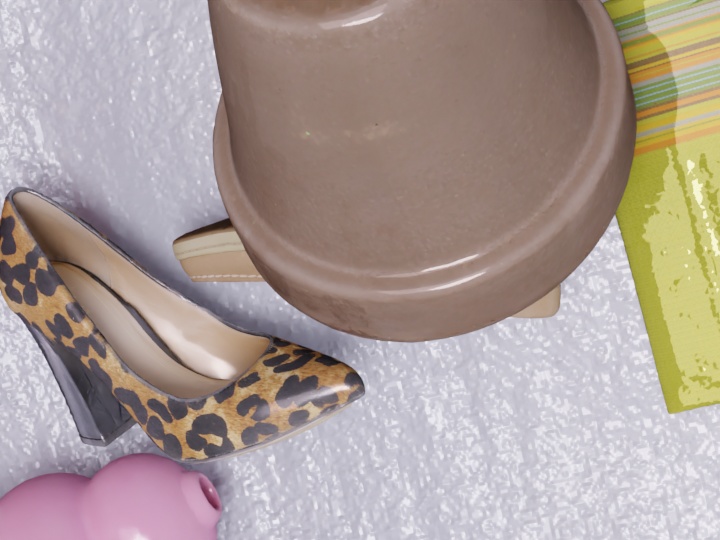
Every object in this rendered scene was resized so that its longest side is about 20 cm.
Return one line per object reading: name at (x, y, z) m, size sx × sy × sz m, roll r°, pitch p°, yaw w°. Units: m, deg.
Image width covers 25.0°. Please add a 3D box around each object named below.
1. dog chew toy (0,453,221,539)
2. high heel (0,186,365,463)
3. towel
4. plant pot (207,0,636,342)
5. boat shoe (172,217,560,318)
dog chew toy at (-0.161, 0.163, 0.843) m, size 0.199 × 0.125 × 0.125 m, roll -31°, pitch 87°, yaw 9°
high heel at (-0.096, 0.019, 0.798) m, size 0.198 × 0.071 × 0.144 m, roll -6°, pitch 114°, yaw 36°
towel at (0.163, -0.037, 0.780) m, size 0.085 × 0.018 × 0.202 m, roll -14°, pitch 92°, yaw 23°
plant pot at (0.010, -0.096, 0.695) m, size 0.198 × 0.175 × 0.202 m, roll -8°, pitch 60°, yaw 14°
boat shoe at (0.000, 0.000, 0.800) m, size 0.198 × 0.071 × 0.065 m, roll -2°, pitch 103°, yaw 21°
